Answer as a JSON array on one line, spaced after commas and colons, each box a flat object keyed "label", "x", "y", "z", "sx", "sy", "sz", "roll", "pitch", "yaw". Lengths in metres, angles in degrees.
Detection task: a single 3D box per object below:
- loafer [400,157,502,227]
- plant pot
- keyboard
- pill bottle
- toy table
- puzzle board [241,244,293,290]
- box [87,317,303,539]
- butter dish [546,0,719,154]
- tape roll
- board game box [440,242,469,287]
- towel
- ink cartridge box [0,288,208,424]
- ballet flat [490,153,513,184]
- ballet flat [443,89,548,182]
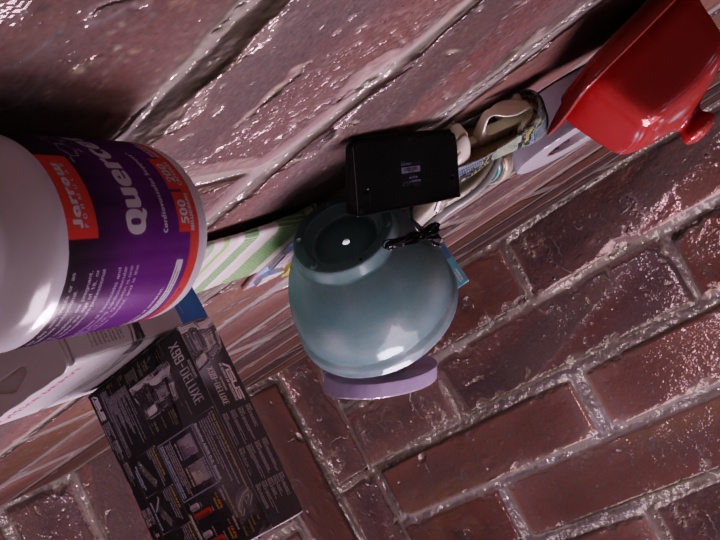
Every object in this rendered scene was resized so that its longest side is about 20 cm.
[{"label": "loafer", "x": 0.094, "y": -0.109, "z": 1.176, "sx": 0.200, "sy": 0.070, "sz": 0.075, "roll": -46, "pitch": -146, "yaw": 7}, {"label": "plant pot", "x": 0.000, "y": 0.000, "z": 1.076, "sx": 0.199, "sy": 0.201, "sz": 0.135, "roll": -29, "pitch": 134, "yaw": -3}, {"label": "keyboard", "x": 0.048, "y": -0.081, "z": 1.004, "sx": 0.020, "sy": 0.129, "sz": 0.199, "roll": 2, "pitch": -170, "yaw": 38}, {"label": "pill bottle", "x": -0.176, "y": -0.017, "z": 0.523, "sx": 0.112, "sy": 0.113, "sz": 0.200, "roll": -31, "pitch": 174, "yaw": 20}, {"label": "toy table", "x": 0.026, "y": 0.088, "z": 1.231, "sx": 0.181, "sy": 0.119, "sz": 0.200, "roll": 2, "pitch": -172, "yaw": 20}, {"label": "puzzle board", "x": -0.076, "y": -0.029, "z": 1.326, "sx": 0.150, "sy": 0.018, "sz": 0.200, "roll": -27, "pitch": 173, "yaw": -29}, {"label": "box", "x": -0.160, "y": 0.169, "z": 0.894, "sx": 0.157, "sy": 0.202, "sz": 0.050, "roll": -35, "pitch": 168, "yaw": 33}, {"label": "butter dish", "x": 0.329, "y": -0.202, "z": 1.056, "sx": 0.200, "sy": 0.148, "sz": 0.200, "roll": -45, "pitch": 176, "yaw": -7}, {"label": "tape roll", "x": 0.284, "y": -0.211, "z": 1.295, "sx": 0.199, "sy": 0.067, "sz": 0.200, "roll": -30, "pitch": 174, "yaw": -4}, {"label": "board game box", "x": 0.032, "y": 0.009, "z": 1.359, "sx": 0.199, "sy": 0.152, "sz": 0.047, "roll": -34, "pitch": 177, "yaw": -14}, {"label": "towel", "x": -0.150, "y": -0.016, "z": 1.076, "sx": 0.199, "sy": 0.024, "sz": 0.152, "roll": -21, "pitch": 168, "yaw": -45}, {"label": "ink cartridge box", "x": -0.263, "y": 0.062, "z": 0.890, "sx": 0.144, "sy": 0.084, "sz": 0.199, "roll": -32, "pitch": 173, "yaw": 25}, {"label": "ballet flat", "x": 0.172, "y": -0.150, "z": 1.288, "sx": 0.062, "sy": 0.068, "sz": 0.200, "roll": -26, "pitch": -177, "yaw": -14}, {"label": "ballet flat", "x": 0.132, "y": -0.156, "z": 1.109, "sx": 0.198, "sy": 0.075, "sz": 0.074, "roll": -30, "pitch": 174, "yaw": -13}]
